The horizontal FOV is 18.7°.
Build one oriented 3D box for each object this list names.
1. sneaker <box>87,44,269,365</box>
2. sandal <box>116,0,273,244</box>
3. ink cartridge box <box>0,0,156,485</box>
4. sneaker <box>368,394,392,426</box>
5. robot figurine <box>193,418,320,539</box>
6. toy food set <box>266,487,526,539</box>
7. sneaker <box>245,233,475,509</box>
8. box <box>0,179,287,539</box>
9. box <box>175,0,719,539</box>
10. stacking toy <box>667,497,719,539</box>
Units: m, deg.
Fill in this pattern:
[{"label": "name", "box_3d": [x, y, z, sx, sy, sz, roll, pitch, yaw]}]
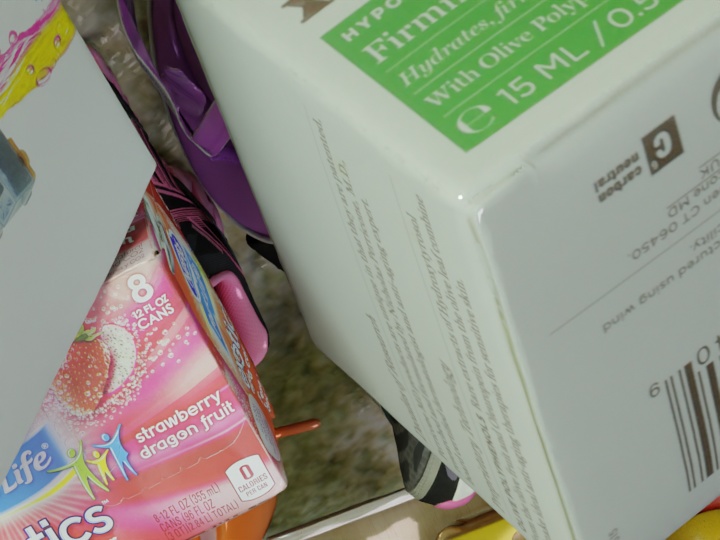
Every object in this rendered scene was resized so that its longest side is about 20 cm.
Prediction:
[{"label": "sneaker", "box_3d": [-0.093, -0.014, 0.807, 0.079, 0.095, 0.200, -39, 145, 7]}, {"label": "sandal", "box_3d": [-0.057, -0.088, 0.758, 0.050, 0.082, 0.203, -37, 139, -33]}, {"label": "ink cartridge box", "box_3d": [-0.174, -0.038, 0.607, 0.145, 0.145, 0.200, -65, 155, -24]}, {"label": "sneaker", "box_3d": [0.046, 0.052, 0.968, 0.077, 0.146, 0.202, -31, 145, -4]}, {"label": "robot figurine", "box_3d": [-0.118, 0.090, 0.890, 0.200, 0.117, 0.144, -17, 142, -27]}, {"label": "toy food set", "box_3d": [0.060, 0.175, 0.928, 0.143, 0.060, 0.200, -21, 105, -5]}, {"label": "sneaker", "box_3d": [0.000, 0.000, 0.865, 0.087, 0.074, 0.200, -11, 97, -13]}, {"label": "box", "box_3d": [-0.136, 0.058, 0.735, 0.200, 0.095, 0.100, -27, 116, 2]}, {"label": "box", "box_3d": [0.080, -0.050, 0.720, 0.199, 0.171, 0.200, -36, 137, -14]}, {"label": "stacking toy", "box_3d": [0.155, 0.144, 1.128, 0.146, 0.200, 0.146, -24, 144, -18]}]
